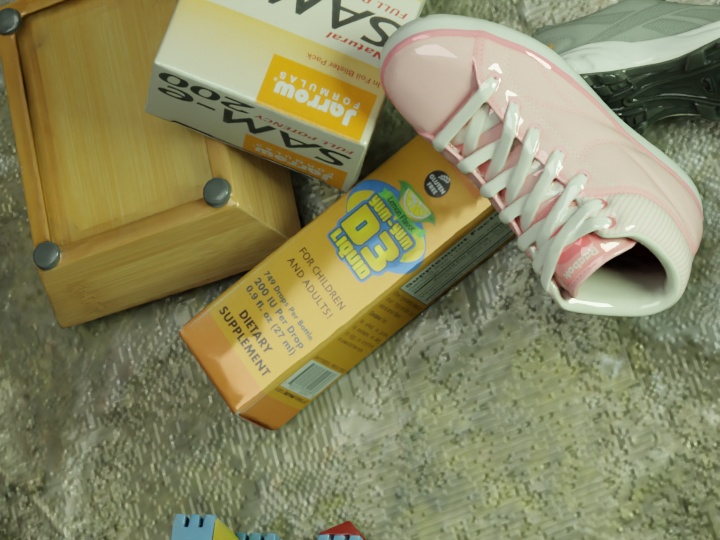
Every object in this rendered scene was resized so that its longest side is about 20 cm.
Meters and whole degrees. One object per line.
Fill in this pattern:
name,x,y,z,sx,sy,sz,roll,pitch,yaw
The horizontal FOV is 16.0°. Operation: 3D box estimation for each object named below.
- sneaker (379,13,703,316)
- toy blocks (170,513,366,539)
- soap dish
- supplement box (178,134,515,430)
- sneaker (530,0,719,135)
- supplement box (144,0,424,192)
sneaker,0.094,-0.049,1.314,0.200,0.105,0.075,34,123,-14
toy blocks,-0.078,0.196,1.388,0.199,0.100,0.138,-1,65,20
soap dish,-0.128,-0.085,1.474,0.156,0.081,0.201,-18,72,16
supplement box,0.000,0.000,1.411,0.200,0.069,0.067,-39,69,5
sneaker,0.177,-0.119,1.370,0.199,0.074,0.080,-7,45,12
supplement box,-0.025,-0.161,1.409,0.125,0.074,0.201,20,69,-1
